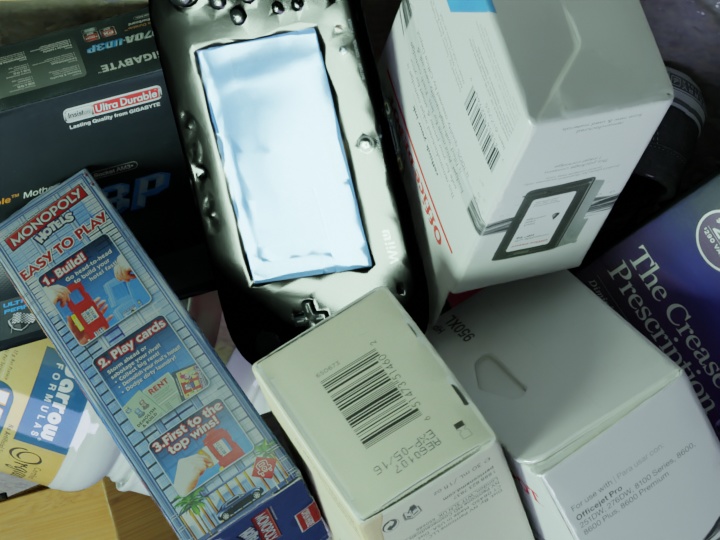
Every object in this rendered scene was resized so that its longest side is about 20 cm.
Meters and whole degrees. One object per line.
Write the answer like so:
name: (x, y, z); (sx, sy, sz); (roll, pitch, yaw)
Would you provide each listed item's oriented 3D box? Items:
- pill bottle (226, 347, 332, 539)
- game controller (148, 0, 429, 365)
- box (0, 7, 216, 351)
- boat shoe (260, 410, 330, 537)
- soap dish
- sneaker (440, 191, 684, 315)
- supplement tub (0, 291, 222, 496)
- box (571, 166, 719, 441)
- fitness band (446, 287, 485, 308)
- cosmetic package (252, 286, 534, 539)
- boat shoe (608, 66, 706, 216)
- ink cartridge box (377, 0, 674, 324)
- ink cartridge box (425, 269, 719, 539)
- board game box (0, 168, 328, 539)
pill bottle: (0.017, 0.107, 1.560); (0.200, 0.110, 0.111); (51, 164, 24)
game controller: (-0.031, -0.052, 1.328); (0.104, 0.042, 0.201); (-6, 103, 36)
box: (-0.171, -0.032, 1.410); (0.199, 0.046, 0.159); (-15, 138, -9)
boat shoe: (0.017, 0.095, 1.463); (0.199, 0.071, 0.070); (2, 165, 14)
soap dish: (-0.114, 0.137, 1.700); (0.199, 0.082, 0.157); (-20, -179, -43)
sneaker: (0.116, 0.014, 1.475); (0.199, 0.076, 0.079); (-5, 150, 31)
supplement tub: (-0.185, 0.031, 1.554); (0.199, 0.145, 0.145); (18, 152, -10)
box: (0.212, 0.040, 1.328); (0.141, 0.079, 0.200); (-37, 88, 40)
fitness band: (0.000, 0.000, 1.455); (0.200, 0.037, 0.144); (4, 132, 55)
cosmetic package: (0.027, 0.110, 1.323); (0.073, 0.104, 0.200); (-31, 143, -8)
boat shoe: (0.083, -0.036, 1.402); (0.070, 0.067, 0.199); (33, 146, -34)
ink cartridge box: (0.062, -0.070, 1.281); (0.067, 0.117, 0.200); (-11, 158, -17)
ink cartridge box: (0.117, 0.110, 1.345); (0.200, 0.084, 0.145); (61, 170, -32)
board game box: (-0.092, 0.061, 1.389); (0.062, 0.200, 0.200); (-33, 161, -6)
